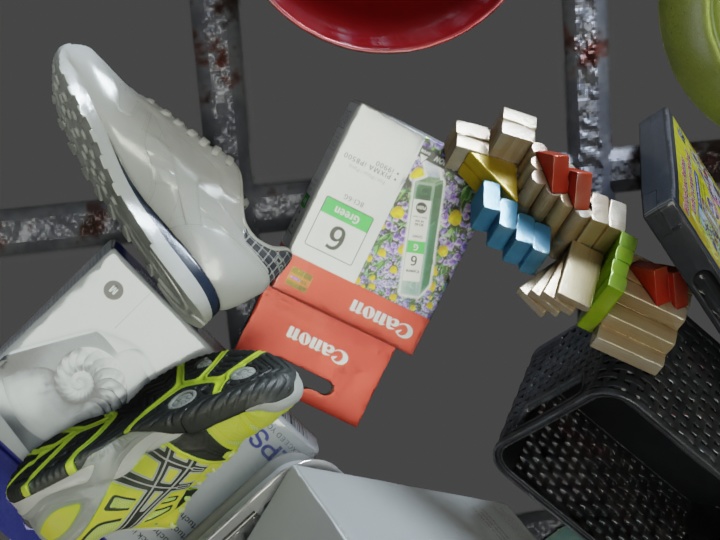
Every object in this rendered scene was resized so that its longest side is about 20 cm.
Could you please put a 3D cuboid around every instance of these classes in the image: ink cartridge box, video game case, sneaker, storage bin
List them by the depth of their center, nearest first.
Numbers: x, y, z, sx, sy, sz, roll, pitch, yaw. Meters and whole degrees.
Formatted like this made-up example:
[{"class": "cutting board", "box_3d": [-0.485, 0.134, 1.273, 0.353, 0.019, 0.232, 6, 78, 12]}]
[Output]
[{"class": "sneaker", "box_3d": [-0.121, 0.115, 0.963, 0.199, 0.075, 0.077, -26, 111, 11]}, {"class": "sneaker", "box_3d": [-0.126, -0.064, 0.974, 0.080, 0.076, 0.201, -32, 88, -15]}, {"class": "video game case", "box_3d": [0.235, 0.000, 0.978, 0.025, 0.200, 0.181, -31, 103, 20]}, {"class": "storage bin", "box_3d": [0.205, 0.125, 1.010, 0.200, 0.135, 0.094, 40, 49, -11]}, {"class": "ink cartridge box", "box_3d": [-0.165, 0.118, 1.011, 0.200, 0.041, 0.200, -44, 102, 4]}, {"class": "ink cartridge box", "box_3d": [0.000, 0.000, 1.016, 0.108, 0.050, 0.201, 26, 94, -11]}]

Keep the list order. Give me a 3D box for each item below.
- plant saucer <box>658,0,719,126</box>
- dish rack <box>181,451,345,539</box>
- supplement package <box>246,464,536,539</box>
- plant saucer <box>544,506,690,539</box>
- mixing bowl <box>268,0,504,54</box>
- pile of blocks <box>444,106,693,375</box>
[{"class": "plant saucer", "box_3d": [0.303, -0.183, 1.041, 0.198, 0.031, 0.202, -1, 100, -8]}, {"class": "dish rack", "box_3d": [-0.070, 0.212, 1.016, 0.200, 0.044, 0.172, -43, 134, 0]}, {"class": "supplement package", "box_3d": [0.028, 0.215, 0.971, 0.199, 0.117, 0.117, 18, 112, -41]}, {"class": "plant saucer", "box_3d": [0.194, 0.272, 1.093, 0.199, 0.039, 0.203, -1, 99, -7]}, {"class": "mixing bowl", "box_3d": [0.010, -0.237, 0.950, 0.199, 0.108, 0.202, -1, 99, -7]}, {"class": "pile of blocks", "box_3d": [0.126, -0.026, 0.935, 0.200, 0.062, 0.082, 44, 52, 13]}]
